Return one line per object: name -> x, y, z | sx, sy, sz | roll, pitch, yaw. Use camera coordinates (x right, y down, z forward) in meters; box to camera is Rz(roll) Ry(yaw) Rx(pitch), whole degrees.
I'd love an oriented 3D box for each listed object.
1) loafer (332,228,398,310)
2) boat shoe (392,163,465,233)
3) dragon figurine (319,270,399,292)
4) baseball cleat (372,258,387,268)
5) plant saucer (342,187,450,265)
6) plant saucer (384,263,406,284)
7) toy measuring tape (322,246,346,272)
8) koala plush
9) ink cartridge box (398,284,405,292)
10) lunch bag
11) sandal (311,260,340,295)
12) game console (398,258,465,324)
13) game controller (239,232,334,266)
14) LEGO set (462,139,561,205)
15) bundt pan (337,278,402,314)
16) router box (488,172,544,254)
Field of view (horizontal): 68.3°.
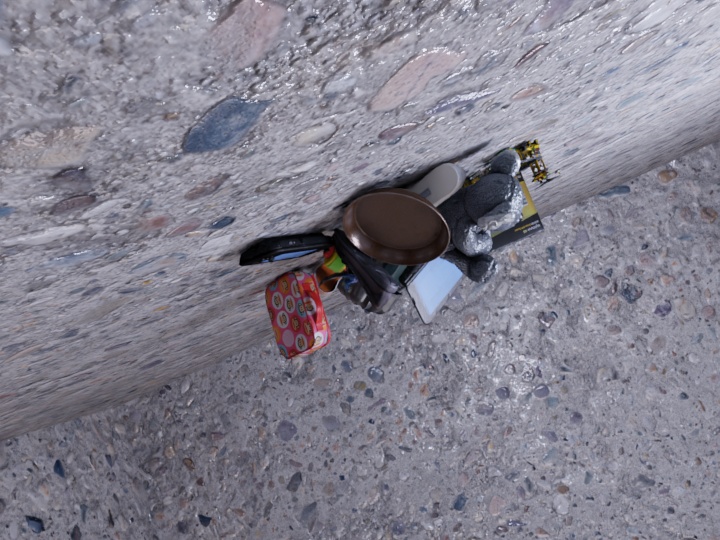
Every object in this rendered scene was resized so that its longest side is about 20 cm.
loafer -> -0.006, -0.006, 1.026 | 0.071, 0.200, 0.064 | 16, 114, -48
boat shoe -> 0.109, -0.134, 0.983 | 0.198, 0.074, 0.068 | -38, 167, 32
dragon figurine -> 0.000, 0.000, 1.220 | 0.193, 0.061, 0.100 | 5, 145, -29
baseball cleat -> 0.068, -0.070, 1.114 | 0.105, 0.070, 0.202 | -16, 149, -55
plant saucer -> 0.064, -0.080, 0.940 | 0.192, 0.035, 0.203 | 12, 147, 7
plant saucer -> 0.088, -0.014, 1.129 | 0.202, 0.027, 0.201 | -51, 170, -12
toy measuring tape -> -0.028, -0.045, 1.130 | 0.072, 0.076, 0.198 | -17, 170, -37
koala plush -> 0.223, -0.108, 0.974 | 0.179, 0.183, 0.200 | 25, 155, -10
ink cartridge box -> 0.159, -0.058, 1.326 | 0.202, 0.043, 0.200 | -62, -173, -20
lunch bag -> -0.153, 0.105, 1.331 | 0.080, 0.207, 0.174 | -7, 166, -45
sandal -> -0.089, 0.017, 1.344 | 0.060, 0.079, 0.207 | -52, -177, -33
game console -> 0.183, -0.018, 1.133 | 0.200, 0.116, 0.177 | -46, 173, -31
game controller -> -0.134, -0.036, 0.989 | 0.102, 0.044, 0.197 | -28, 171, 32
LEGO set -> 0.308, -0.169, 1.111 | 0.150, 0.120, 0.198 | -17, 171, -38
bundt pan -> 0.015, 0.049, 1.434 | 0.078, 0.198, 0.201 | -62, 162, 11
router box -> 0.315, -0.133, 1.251 | 0.194, 0.162, 0.052 | -21, 174, -16
